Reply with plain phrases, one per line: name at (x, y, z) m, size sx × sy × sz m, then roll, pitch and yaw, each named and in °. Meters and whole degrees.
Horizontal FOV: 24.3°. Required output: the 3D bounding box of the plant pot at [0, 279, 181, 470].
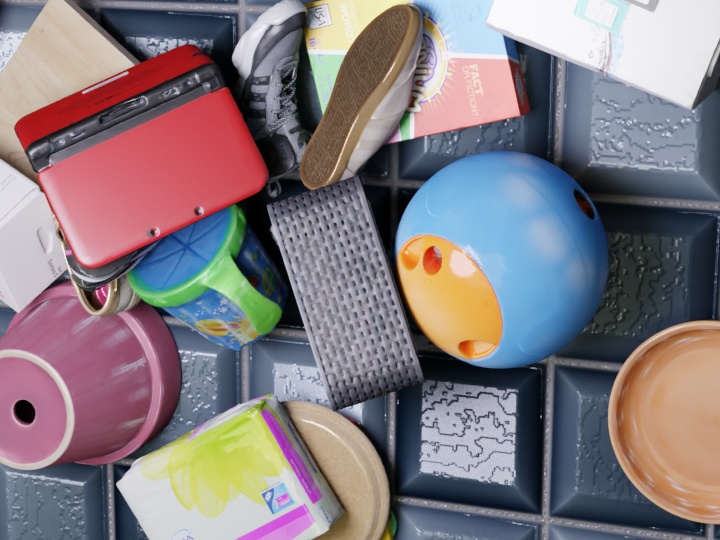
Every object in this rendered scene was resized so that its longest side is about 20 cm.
plant pot at (-0.314, 0.121, 1.759) m, size 0.199 × 0.179 × 0.201 m, roll 4°, pitch 103°, yaw 19°

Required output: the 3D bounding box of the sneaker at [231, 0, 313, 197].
sneaker at (-0.075, -0.164, 1.641) m, size 0.114 × 0.075 × 0.200 m, roll 44°, pitch 131°, yaw 16°

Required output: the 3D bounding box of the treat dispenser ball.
treat dispenser ball at (0.130, -0.010, 1.553) m, size 0.200 × 0.201 × 0.202 m, roll 5°, pitch 104°, yaw 19°

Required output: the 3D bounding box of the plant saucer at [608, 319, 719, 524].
plant saucer at (0.338, 0.142, 1.600) m, size 0.199 × 0.037 × 0.202 m, roll 4°, pitch 104°, yaw 18°

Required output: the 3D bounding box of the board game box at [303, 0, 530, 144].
board game box at (0.051, -0.206, 1.622) m, size 0.199 × 0.040 × 0.154 m, roll -11°, pitch 99°, yaw 22°

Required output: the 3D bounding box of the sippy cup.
sippy cup at (-0.144, 0.008, 1.685) m, size 0.139 × 0.179 × 0.130 m, roll -25°, pitch 132°, yaw 20°

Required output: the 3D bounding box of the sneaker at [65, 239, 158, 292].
sneaker at (-0.219, -0.056, 1.644) m, size 0.080 × 0.200 × 0.086 m, roll 46°, pitch 154°, yaw 6°

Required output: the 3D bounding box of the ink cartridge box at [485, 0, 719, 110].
ink cartridge box at (0.241, -0.252, 1.484) m, size 0.199 × 0.147 × 0.147 m, roll 24°, pitch 109°, yaw 13°

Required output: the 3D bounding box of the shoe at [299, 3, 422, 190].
shoe at (0.008, -0.163, 1.603) m, size 0.070 × 0.053 × 0.201 m, roll 46°, pitch 113°, yaw 41°

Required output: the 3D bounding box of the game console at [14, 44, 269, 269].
game console at (-0.212, -0.114, 1.606) m, size 0.199 × 0.172 × 0.119 m, roll -25°, pitch 115°, yaw -9°

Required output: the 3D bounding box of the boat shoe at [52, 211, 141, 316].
boat shoe at (-0.274, -0.049, 1.687) m, size 0.073 × 0.069 × 0.201 m, roll -15°, pitch 97°, yaw 22°

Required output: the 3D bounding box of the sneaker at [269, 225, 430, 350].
sneaker at (0.000, 0.000, 1.683) m, size 0.199 × 0.078 × 0.080 m, roll 32°, pitch 96°, yaw 3°

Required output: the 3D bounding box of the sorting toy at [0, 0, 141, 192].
sorting toy at (-0.282, -0.150, 1.743) m, size 0.200 × 0.070 × 0.199 m, roll 42°, pitch 112°, yaw 7°

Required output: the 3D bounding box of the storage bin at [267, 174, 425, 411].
storage bin at (-0.012, 0.023, 1.579) m, size 0.093 × 0.135 × 0.201 m, roll -17°, pitch 86°, yaw 1°

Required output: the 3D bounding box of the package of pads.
package of pads at (-0.138, 0.232, 1.727) m, size 0.199 × 0.068 × 0.155 m, roll -30°, pitch 92°, yaw 23°

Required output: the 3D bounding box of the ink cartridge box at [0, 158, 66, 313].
ink cartridge box at (-0.410, -0.068, 1.742) m, size 0.200 × 0.084 × 0.146 m, roll 34°, pitch 157°, yaw 24°

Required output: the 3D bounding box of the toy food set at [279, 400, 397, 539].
toy food set at (-0.060, 0.231, 1.762) m, size 0.199 × 0.049 × 0.199 m, roll -10°, pitch 99°, yaw 22°
